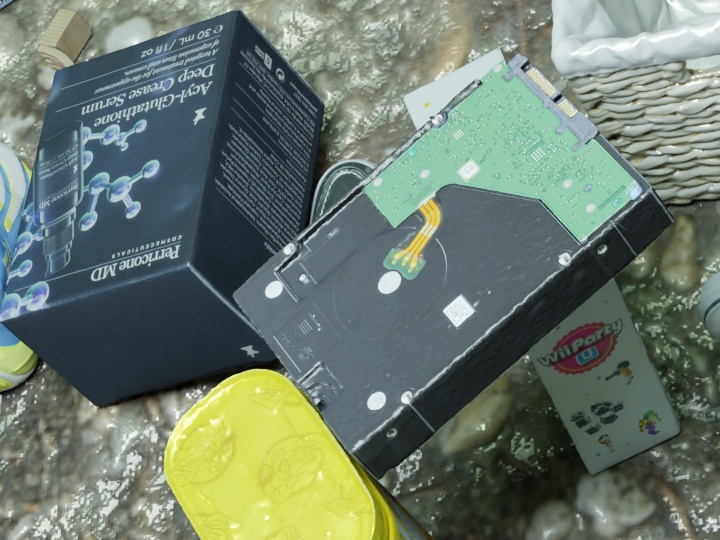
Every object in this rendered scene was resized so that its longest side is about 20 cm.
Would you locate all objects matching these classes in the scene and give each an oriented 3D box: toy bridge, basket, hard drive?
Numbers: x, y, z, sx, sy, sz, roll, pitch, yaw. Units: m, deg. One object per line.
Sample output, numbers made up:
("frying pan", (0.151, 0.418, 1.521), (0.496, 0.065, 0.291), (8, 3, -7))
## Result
("toy bridge", (-0.138, -0.127, 1.805), (0.199, 0.027, 0.067), (16, 65, 32))
("basket", (0.226, -0.167, 1.588), (0.197, 0.161, 0.201), (-9, 53, 17))
("hard drive", (0.045, -0.005, 1.365), (0.200, 0.038, 0.140), (-42, 47, 2))

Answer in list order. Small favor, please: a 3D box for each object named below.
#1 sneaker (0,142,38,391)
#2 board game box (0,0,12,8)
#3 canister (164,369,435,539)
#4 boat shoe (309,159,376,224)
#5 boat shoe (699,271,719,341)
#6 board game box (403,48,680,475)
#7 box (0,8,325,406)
("sneaker", (-0.243, -0.026, 1.719), (0.075, 0.105, 0.201), (-14, 53, 1))
("board game box", (-0.349, -0.199, 1.944), (0.199, 0.035, 0.136), (-33, 48, -2))
("canister", (-0.004, 0.158, 1.413), (0.086, 0.200, 0.149), (-39, 49, 2))
("boat shoe", (-0.003, 0.001, 1.622), (0.073, 0.068, 0.200), (-13, 51, 14))
("boat shoe", (0.283, 0.029, 1.471), (0.199, 0.074, 0.067), (-5, 50, 19))
("board game box", (0.104, -0.003, 1.491), (0.064, 0.200, 0.148), (-26, 49, 4))
("box", (-0.120, -0.038, 1.659), (0.148, 0.107, 0.201), (-16, 49, 29))
